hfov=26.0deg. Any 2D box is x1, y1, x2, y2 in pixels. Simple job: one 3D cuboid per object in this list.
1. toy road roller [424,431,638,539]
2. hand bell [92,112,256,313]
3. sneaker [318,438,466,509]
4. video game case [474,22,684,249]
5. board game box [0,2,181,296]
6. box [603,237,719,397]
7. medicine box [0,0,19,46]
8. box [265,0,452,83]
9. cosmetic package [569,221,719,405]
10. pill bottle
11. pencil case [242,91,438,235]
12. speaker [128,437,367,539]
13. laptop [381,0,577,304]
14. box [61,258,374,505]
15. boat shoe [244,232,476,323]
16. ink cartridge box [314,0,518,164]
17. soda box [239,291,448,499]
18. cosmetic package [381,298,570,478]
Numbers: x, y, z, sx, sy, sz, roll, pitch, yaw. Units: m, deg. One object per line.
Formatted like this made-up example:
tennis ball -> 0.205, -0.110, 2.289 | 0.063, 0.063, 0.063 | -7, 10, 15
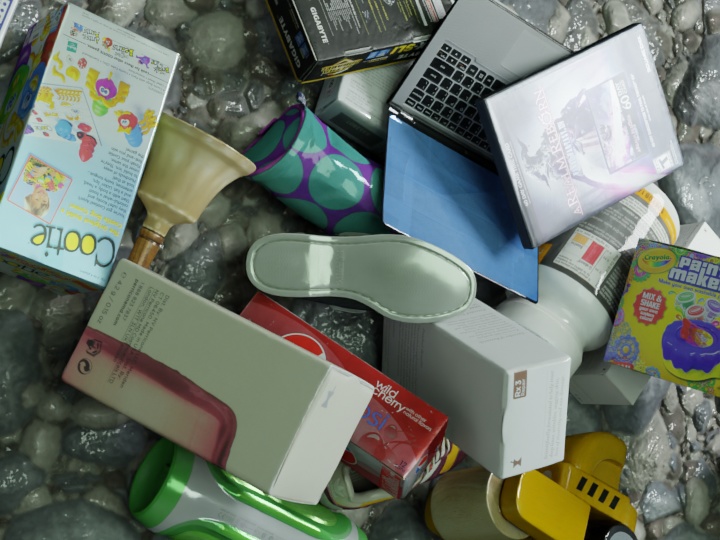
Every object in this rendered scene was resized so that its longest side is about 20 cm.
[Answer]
toy road roller -> 0.170, 0.207, 1.450 | 0.200, 0.123, 0.147 | 32, 59, -29
hand bell -> -0.178, -0.022, 1.302 | 0.104, 0.104, 0.201 | 29, 85, -24
sneaker -> 0.047, 0.164, 1.395 | 0.199, 0.090, 0.075 | -24, 98, -28
video game case -> 0.204, -0.124, 1.421 | 0.199, 0.019, 0.144 | -28, 106, -29
board game box -> -0.236, -0.093, 1.249 | 0.104, 0.103, 0.201 | 23, 74, -27
box -> 0.367, 0.063, 1.427 | 0.192, 0.199, 0.123 | 16, 91, -48
medicine box -> -0.345, -0.272, 1.203 | 0.182, 0.103, 0.201 | 26, 74, -25
box -> -0.016, -0.278, 1.396 | 0.159, 0.049, 0.201 | -16, 79, -31
cosmetic package -> 0.280, 0.043, 1.545 | 0.051, 0.082, 0.200 | 45, 67, -18
pill bottle -> 0.210, 0.004, 1.488 | 0.116, 0.116, 0.200 | 47, 65, -18
pencil case -> -0.006, -0.067, 1.389 | 0.200, 0.085, 0.093 | 35, 26, -23
speaker -> -0.092, 0.213, 1.314 | 0.199, 0.088, 0.089 | 31, 71, -24
laptop -> 0.126, -0.110, 1.388 | 0.187, 0.116, 0.200 | 26, 107, -30
box -> -0.110, 0.089, 1.225 | 0.199, 0.128, 0.109 | 26, 86, 20
boat shoe -> 0.000, 0.000, 1.347 | 0.199, 0.060, 0.076 | 13, 92, -3
ink cartridge box -> 0.056, -0.192, 1.467 | 0.162, 0.057, 0.201 | 30, 57, -24
soda box -> -0.026, 0.106, 1.319 | 0.200, 0.063, 0.070 | 34, 66, 13
cosmetic package -> 0.096, 0.090, 1.354 | 0.074, 0.200, 0.102 | -11, 115, -29
